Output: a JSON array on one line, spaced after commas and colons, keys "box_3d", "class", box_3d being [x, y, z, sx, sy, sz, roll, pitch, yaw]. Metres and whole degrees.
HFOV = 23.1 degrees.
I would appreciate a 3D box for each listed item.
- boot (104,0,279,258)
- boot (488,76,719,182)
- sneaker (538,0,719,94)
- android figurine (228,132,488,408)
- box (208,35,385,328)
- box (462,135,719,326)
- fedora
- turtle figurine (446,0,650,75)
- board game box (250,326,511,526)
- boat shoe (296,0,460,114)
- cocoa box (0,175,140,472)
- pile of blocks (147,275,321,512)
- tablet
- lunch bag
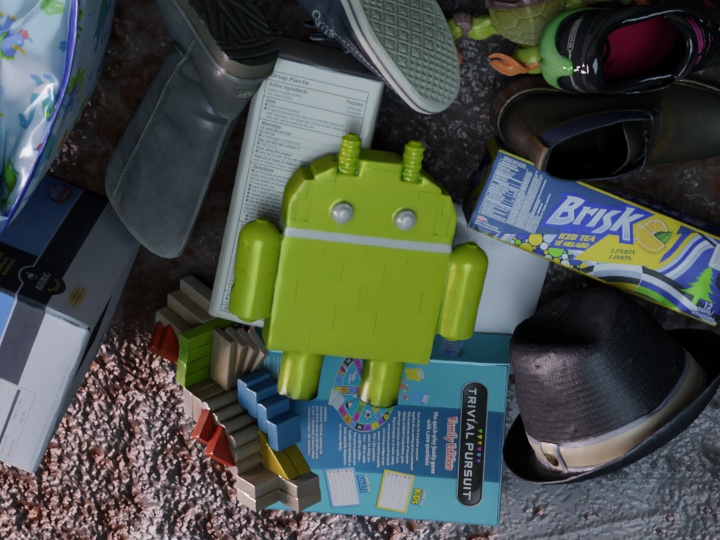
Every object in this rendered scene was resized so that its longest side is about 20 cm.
[{"box_3d": [-0.138, -0.136, 1.277, 0.072, 0.182, 0.200, -8, 148, -29], "class": "boot"}, {"box_3d": [0.196, -0.089, 1.243, 0.199, 0.097, 0.075, 0, 117, -10], "class": "boot"}, {"box_3d": [0.222, -0.158, 1.212, 0.199, 0.084, 0.077, -21, 118, -15], "class": "sneaker"}, {"box_3d": [0.000, 0.000, 1.248, 0.181, 0.041, 0.201, 8, 110, -12], "class": "android figurine"}, {"box_3d": [-0.045, -0.061, 1.289, 0.094, 0.078, 0.201, 14, 107, 0], "class": "box"}, {"box_3d": [0.178, -0.030, 1.295, 0.199, 0.070, 0.065, 22, 102, -5], "class": "box"}, {"box_3d": [0.166, 0.068, 1.275, 0.200, 0.201, 0.092, -29, 105, 16], "class": "fedora"}, {"box_3d": [0.102, -0.201, 1.235, 0.199, 0.064, 0.162, -11, 112, 10], "class": "turtle figurine"}, {"box_3d": [0.015, 0.120, 1.385, 0.199, 0.047, 0.152, 4, 118, 4], "class": "board game box"}, {"box_3d": [-0.003, -0.186, 1.227, 0.200, 0.074, 0.062, 51, 141, 8], "class": "boat shoe"}, {"box_3d": [-0.254, 0.026, 1.291, 0.131, 0.200, 0.134, 23, 114, -4], "class": "cocoa box"}, {"box_3d": [-0.102, 0.097, 1.328, 0.200, 0.062, 0.082, 54, 141, 17], "class": "pile of blocks"}, {"box_3d": [0.039, 0.003, 1.357, 0.199, 0.014, 0.131, 14, 114, -1], "class": "tablet"}, {"box_3d": [-0.239, -0.145, 1.232, 0.127, 0.170, 0.201, 8, 116, 1], "class": "lunch bag"}]
